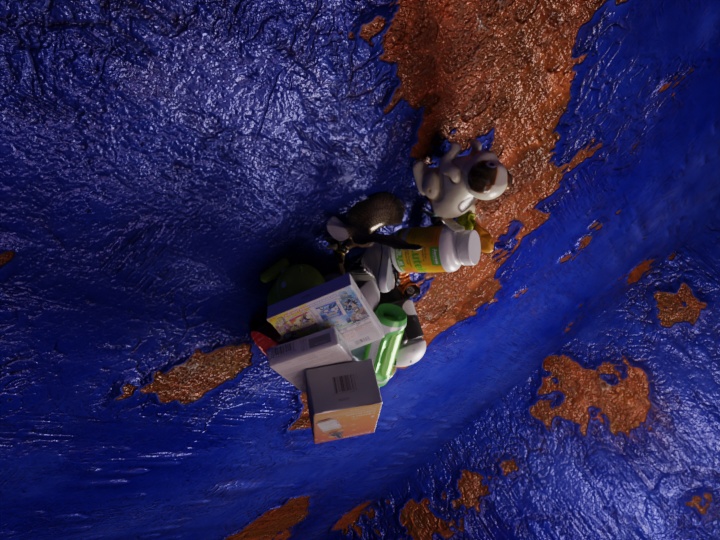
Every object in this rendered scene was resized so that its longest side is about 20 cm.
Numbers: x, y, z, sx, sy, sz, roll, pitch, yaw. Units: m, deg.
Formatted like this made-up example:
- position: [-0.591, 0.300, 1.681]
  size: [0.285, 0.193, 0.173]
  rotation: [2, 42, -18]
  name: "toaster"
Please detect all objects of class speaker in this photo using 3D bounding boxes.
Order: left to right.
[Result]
- position: [0.053, 0.183, 1.397]
  size: [0.088, 0.088, 0.202]
  rotation: [-9, 126, -36]
  name: "speaker"

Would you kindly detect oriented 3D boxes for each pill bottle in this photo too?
- position: [0.183, -0.052, 1.397]
  size: [0.198, 0.112, 0.111]
  rotation: [-1, 165, 32]
  name: "pill bottle"

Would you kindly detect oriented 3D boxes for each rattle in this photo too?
- position: [0.250, -0.114, 1.499]
  size: [0.129, 0.144, 0.200]
  rotation: [-24, 159, 20]
  name: "rattle"

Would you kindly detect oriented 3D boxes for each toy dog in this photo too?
- position: [0.231, -0.194, 1.272]
  size: [0.139, 0.196, 0.199]
  rotation: [2, 172, -34]
  name: "toy dog"

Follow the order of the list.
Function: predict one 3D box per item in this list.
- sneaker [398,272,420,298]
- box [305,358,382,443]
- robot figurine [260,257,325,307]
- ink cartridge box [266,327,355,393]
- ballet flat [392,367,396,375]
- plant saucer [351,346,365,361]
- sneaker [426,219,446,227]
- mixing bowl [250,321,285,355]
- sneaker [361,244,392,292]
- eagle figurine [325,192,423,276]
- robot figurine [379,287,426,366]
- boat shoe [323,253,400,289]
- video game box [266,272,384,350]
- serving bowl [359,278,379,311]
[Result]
- position: [0.122, 0.012, 1.558]
  size: [0.077, 0.112, 0.201]
  rotation: [-25, 147, -18]
  name: "sneaker"
- position: [-0.042, 0.300, 1.311]
  size: [0.151, 0.107, 0.201]
  rotation: [-9, 147, -9]
  name: "box"
- position: [-0.146, 0.057, 1.328]
  size: [0.115, 0.176, 0.200]
  rotation: [-31, 174, -30]
  name: "robot figurine"
- position: [-0.095, 0.204, 1.285]
  size: [0.160, 0.050, 0.200]
  rotation: [-19, 150, 9]
  name: "ink cartridge box"
- position: [0.010, 0.285, 1.546]
  size: [0.199, 0.071, 0.071]
  rotation: [-25, 147, -18]
  name: "ballet flat"
- position: [-0.041, 0.279, 1.467]
  size: [0.199, 0.039, 0.203]
  rotation: [-4, 99, -29]
  name: "plant saucer"
- position: [0.180, -0.073, 1.531]
  size: [0.070, 0.078, 0.200]
  rotation: [-35, -178, -32]
  name: "sneaker"
- position: [-0.168, 0.183, 1.463]
  size: [0.109, 0.199, 0.201]
  rotation: [-49, 154, -23]
  name: "mixing bowl"
- position: [0.039, -0.011, 1.383]
  size: [0.070, 0.201, 0.074]
  rotation: [-8, 120, 6]
  name: "sneaker"
- position: [0.024, -0.084, 1.320]
  size: [0.199, 0.153, 0.151]
  rotation: [-24, -168, 9]
  name: "eagle figurine"
- position: [0.093, 0.150, 1.503]
  size: [0.124, 0.202, 0.150]
  rotation: [-25, 169, 36]
  name: "robot figurine"
- position: [0.000, 0.000, 1.479]
  size: [0.198, 0.093, 0.075]
  rotation: [0, 147, -2]
  name: "boat shoe"
- position: [-0.074, 0.112, 1.254]
  size: [0.198, 0.047, 0.183]
  rotation: [-22, 132, 11]
  name: "video game box"
- position: [-0.020, 0.113, 1.389]
  size: [0.200, 0.066, 0.200]
  rotation: [-46, 174, -6]
  name: "serving bowl"
